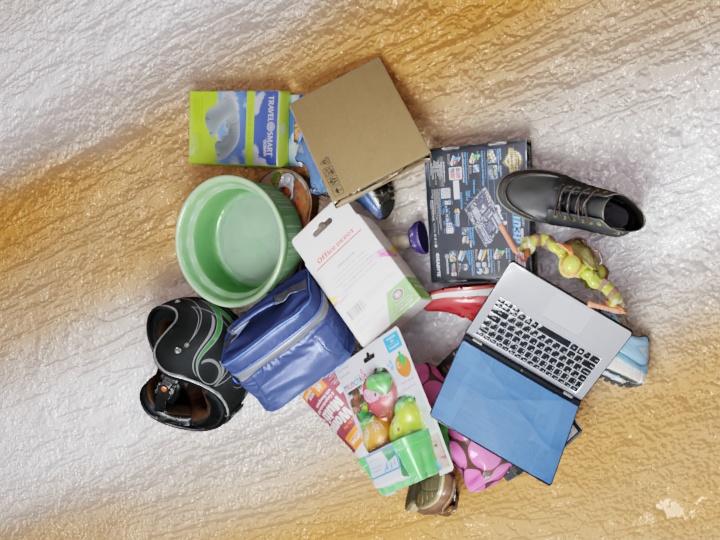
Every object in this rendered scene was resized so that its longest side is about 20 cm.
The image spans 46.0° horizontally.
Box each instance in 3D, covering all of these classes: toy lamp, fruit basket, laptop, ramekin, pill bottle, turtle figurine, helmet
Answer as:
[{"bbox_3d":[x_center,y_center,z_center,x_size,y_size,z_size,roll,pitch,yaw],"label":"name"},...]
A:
[{"bbox_3d":[0.007,-0.033,1.325,0.197,0.058,0.059,-13,89,21],"label":"toy lamp"},{"bbox_3d":[0.037,0.204,1.179,0.185,0.093,0.203,-38,75,51],"label":"fruit basket"},{"bbox_3d":[0.222,0.133,1.100,0.185,0.116,0.202,29,118,-1],"label":"laptop"},{"bbox_3d":[-0.186,-0.048,1.343,0.196,0.097,0.204,2,96,23],"label":"ramekin"},{"bbox_3d":[0.006,0.221,1.316,0.200,0.109,0.110,44,109,14],"label":"pill bottle"},{"bbox_3d":[0.286,-0.016,1.148,0.199,0.161,0.065,34,104,16],"label":"turtle figurine"},{"bbox_3d":[-0.266,0.142,1.383,0.196,0.193,0.202,6,135,6],"label":"helmet"}]

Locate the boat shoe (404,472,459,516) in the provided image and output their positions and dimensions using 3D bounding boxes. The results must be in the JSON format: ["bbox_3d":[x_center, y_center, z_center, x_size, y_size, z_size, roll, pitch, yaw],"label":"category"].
[{"bbox_3d":[0.116,0.325,1.248,0.066,0.200,0.073,16,69,-2],"label":"boat shoe"}]

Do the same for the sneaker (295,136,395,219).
[{"bbox_3d":[-0.027,-0.142,1.327,0.200,0.078,0.090,45,117,22],"label":"sneaker"}]

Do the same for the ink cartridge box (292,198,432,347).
[{"bbox_3d":[0.000,0.000,1.259,0.117,0.067,0.201,-41,73,15],"label":"ink cartridge box"}]

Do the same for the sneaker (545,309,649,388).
[{"bbox_3d":[0.314,0.084,1.186,0.198,0.078,0.091,28,73,-2],"label":"sneaker"}]

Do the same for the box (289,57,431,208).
[{"bbox_3d":[-0.003,-0.210,1.271,0.161,0.021,0.202,-26,62,3],"label":"box"}]

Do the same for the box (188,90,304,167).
[{"bbox_3d":[-0.190,-0.233,1.397,0.196,0.048,0.125,5,97,24],"label":"box"}]

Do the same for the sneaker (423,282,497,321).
[{"bbox_3d":[0.185,0.078,1.246,0.197,0.078,0.118,-5,91,24],"label":"sneaker"}]

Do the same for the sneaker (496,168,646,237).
[{"bbox_3d":[0.285,-0.096,1.146,0.196,0.106,0.076,13,93,4],"label":"sneaker"}]

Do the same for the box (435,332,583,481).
[{"bbox_3d":[0.202,0.190,1.222,0.201,0.049,0.158,52,145,12],"label":"box"}]

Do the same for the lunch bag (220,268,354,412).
[{"bbox_3d":[-0.121,0.102,1.277,0.199,0.136,0.133,-36,112,10],"label":"lunch bag"}]

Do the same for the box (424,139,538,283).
[{"bbox_3d":[0.177,-0.085,1.252,0.156,0.046,0.204,-3,93,23],"label":"box"}]

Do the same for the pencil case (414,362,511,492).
[{"bbox_3d":[0.129,0.230,1.227,0.200,0.090,0.094,48,115,19],"label":"pencil case"}]

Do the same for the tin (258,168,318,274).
[{"bbox_3d":[-0.131,-0.066,1.391,0.110,0.042,0.204,16,101,17],"label":"tin"}]
